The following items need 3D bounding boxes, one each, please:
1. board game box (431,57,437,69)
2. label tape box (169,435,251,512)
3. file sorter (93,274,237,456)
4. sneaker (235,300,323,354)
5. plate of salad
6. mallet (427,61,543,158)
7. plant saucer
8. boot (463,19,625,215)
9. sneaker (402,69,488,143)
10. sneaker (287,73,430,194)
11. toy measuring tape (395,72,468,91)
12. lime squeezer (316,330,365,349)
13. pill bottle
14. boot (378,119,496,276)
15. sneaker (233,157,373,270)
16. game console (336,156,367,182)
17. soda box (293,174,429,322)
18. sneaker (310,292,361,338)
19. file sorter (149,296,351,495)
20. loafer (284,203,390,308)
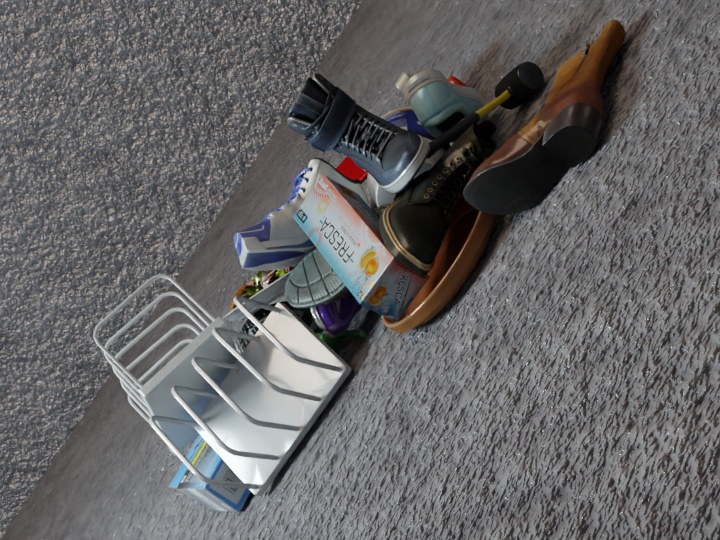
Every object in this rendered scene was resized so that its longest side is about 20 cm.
[{"bbox_3d":[0.088,-0.214,1.974,0.201,0.039,0.159,116,178,-51],"label":"board game box"},{"bbox_3d":[-0.180,0.252,1.839,0.145,0.063,0.200,-60,13,-18],"label":"label tape box"},{"bbox_3d":[-0.249,0.122,1.764,0.139,0.124,0.201,-42,-25,-17],"label":"file sorter"},{"bbox_3d":[-0.086,0.075,1.834,0.199,0.074,0.081,-31,-21,-24],"label":"sneaker"},{"bbox_3d":[-0.114,0.009,1.805,0.199,0.048,0.200,-33,-1,-1],"label":"plate of salad"},{"bbox_3d":[0.148,-0.192,1.609,0.200,0.041,0.066,-37,-1,-39],"label":"mallet"},{"bbox_3d":[0.094,-0.013,1.544,0.201,0.032,0.201,-53,13,17],"label":"plant saucer"},{"bbox_3d":[0.198,-0.168,1.455,0.188,0.068,0.201,-45,17,43],"label":"boot"},{"bbox_3d":[0.117,-0.187,1.696,0.074,0.083,0.199,-32,-19,23],"label":"sneaker"},{"bbox_3d":[-0.008,-0.162,1.571,0.077,0.146,0.202,-57,21,-1],"label":"sneaker"},{"bbox_3d":[0.110,-0.233,1.837,0.074,0.073,0.200,-53,-17,14],"label":"toy measuring tape"},{"bbox_3d":[-0.055,0.111,1.779,0.200,0.038,0.071,-46,17,37],"label":"lime squeezer"},{"bbox_3d":[0.065,-0.130,1.741,0.116,0.115,0.200,-52,14,19],"label":"pill bottle"},{"bbox_3d":[0.094,-0.090,1.510,0.138,0.077,0.201,-45,18,24],"label":"boot"},{"bbox_3d":[-0.074,-0.076,1.700,0.198,0.116,0.081,-14,-15,-21],"label":"sneaker"},{"bbox_3d":[0.005,-0.104,1.991,0.118,0.174,0.200,-15,13,-4],"label":"game console"},{"bbox_3d":[-0.001,-0.028,1.548,0.069,0.063,0.200,-53,39,13],"label":"soda box"},{"bbox_3d":[0.000,0.000,1.737,0.083,0.081,0.201,-9,39,44],"label":"sneaker"},{"bbox_3d":[-0.140,0.151,1.651,0.201,0.139,0.124,-54,-31,9],"label":"file sorter"},{"bbox_3d":[-0.006,-0.008,1.649,0.199,0.063,0.072,-35,59,31],"label":"loafer"}]
